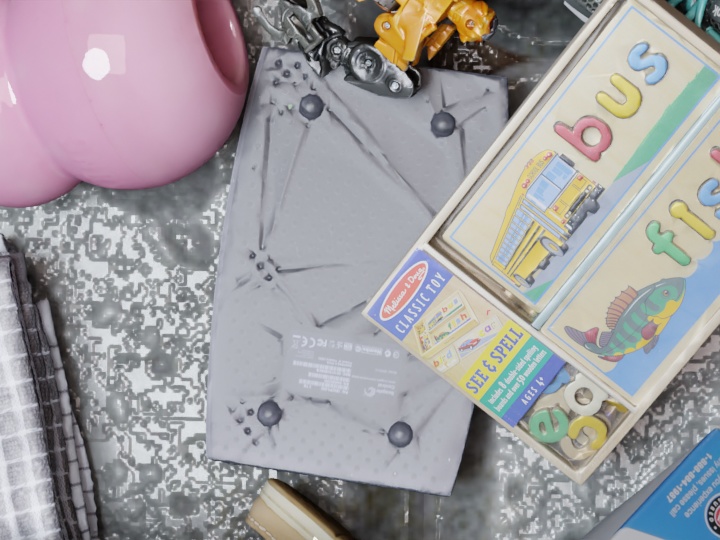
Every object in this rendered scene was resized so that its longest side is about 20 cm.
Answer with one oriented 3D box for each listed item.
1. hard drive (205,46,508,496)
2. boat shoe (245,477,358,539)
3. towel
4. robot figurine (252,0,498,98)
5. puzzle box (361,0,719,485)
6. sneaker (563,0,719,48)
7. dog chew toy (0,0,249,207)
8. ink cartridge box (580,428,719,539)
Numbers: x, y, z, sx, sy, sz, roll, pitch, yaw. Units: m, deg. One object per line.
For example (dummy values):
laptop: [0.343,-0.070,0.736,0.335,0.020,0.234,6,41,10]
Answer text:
hard drive: [0.000,0.000,1.099,0.134,0.042,0.201,8,91,8]
boat shoe: [0.006,0.189,1.083,0.069,0.074,0.200,-42,85,0]
towel: [-0.221,0.095,1.111,0.165,0.086,0.201,-14,88,7]
robot figurine: [-0.010,-0.177,1.052,0.200,0.058,0.145,42,120,4]
puzzle box: [0.110,-0.017,1.031,0.133,0.025,0.200,37,108,0]
sneaker: [0.168,-0.123,1.049,0.199,0.091,0.078,29,93,7]
dog chew toy: [-0.156,-0.086,1.087,0.199,0.124,0.125,-17,88,15]
ink cartridge box: [0.155,0.207,0.999,0.200,0.145,0.147,46,58,5]
